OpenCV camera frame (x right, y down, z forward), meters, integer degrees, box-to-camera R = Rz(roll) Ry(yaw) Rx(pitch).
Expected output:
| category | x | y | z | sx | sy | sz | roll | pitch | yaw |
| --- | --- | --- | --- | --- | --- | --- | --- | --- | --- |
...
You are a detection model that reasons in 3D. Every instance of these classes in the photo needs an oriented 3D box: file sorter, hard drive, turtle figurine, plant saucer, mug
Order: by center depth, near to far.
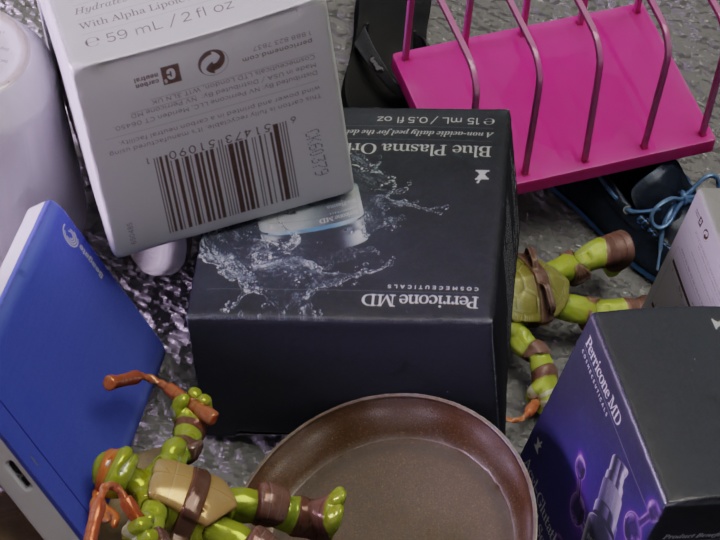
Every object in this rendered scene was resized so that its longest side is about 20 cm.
| category | x | y | z | sx | sy | sz | roll | pitch | yaw |
| --- | --- | --- | --- | --- | --- | --- | --- | --- | --- |
| turtle figurine | -0.095 | 0.145 | 1.609 | 0.160 | 0.065 | 0.200 | 22 | 28 | -5 |
| hard drive | -0.183 | 0.063 | 1.663 | 0.132 | 0.025 | 0.201 | 55 | 27 | -24 |
| plant saucer | 0.014 | 0.170 | 1.663 | 0.199 | 0.032 | 0.201 | -10 | 55 | 15 |
| mug | -0.267 | -0.081 | 1.753 | 0.185 | 0.154 | 0.150 | -20 | 55 | -21 |
| turtle figurine | 0.117 | 0.009 | 1.881 | 0.160 | 0.065 | 0.201 | -8 | 52 | -26 |
| file sorter | 0.141 | -0.155 | 1.921 | 0.199 | 0.126 | 0.140 | -13 | 54 | -15 |

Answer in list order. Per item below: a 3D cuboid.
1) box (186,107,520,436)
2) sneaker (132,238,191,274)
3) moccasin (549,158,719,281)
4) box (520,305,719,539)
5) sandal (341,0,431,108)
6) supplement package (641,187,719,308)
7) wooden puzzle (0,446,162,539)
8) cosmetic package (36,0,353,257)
| category | x | y | z | sx | sy | sz | roll | pitch | yaw |
| --- | --- | --- | --- | --- | --- | --- | --- | --- | --- |
| box | 0.000 | 0.000 | 1.774 | 0.195 | 0.118 | 0.201 | 1 | 46 | 7 |
| sneaker | -0.123 | -0.080 | 1.864 | 0.081 | 0.077 | 0.201 | 7 | 47 | -22 |
| moccasin | 0.204 | -0.051 | 1.966 | 0.199 | 0.068 | 0.080 | 35 | 46 | 14 |
| box | 0.177 | 0.140 | 1.684 | 0.104 | 0.201 | 0.149 | -2 | 49 | -21 |
| sandal | 0.024 | -0.157 | 2.020 | 0.075 | 0.043 | 0.201 | 7 | 46 | -14 |
| supplement package | 0.256 | 0.058 | 1.790 | 0.120 | 0.201 | 0.120 | 0 | 48 | -19 |
| wooden puzzle | -0.152 | 0.194 | 1.627 | 0.184 | 0.037 | 0.200 | -14 | 45 | -29 |
| cosmetic package | -0.113 | -0.149 | 1.735 | 0.164 | 0.166 | 0.201 | -17 | 46 | -7 |
